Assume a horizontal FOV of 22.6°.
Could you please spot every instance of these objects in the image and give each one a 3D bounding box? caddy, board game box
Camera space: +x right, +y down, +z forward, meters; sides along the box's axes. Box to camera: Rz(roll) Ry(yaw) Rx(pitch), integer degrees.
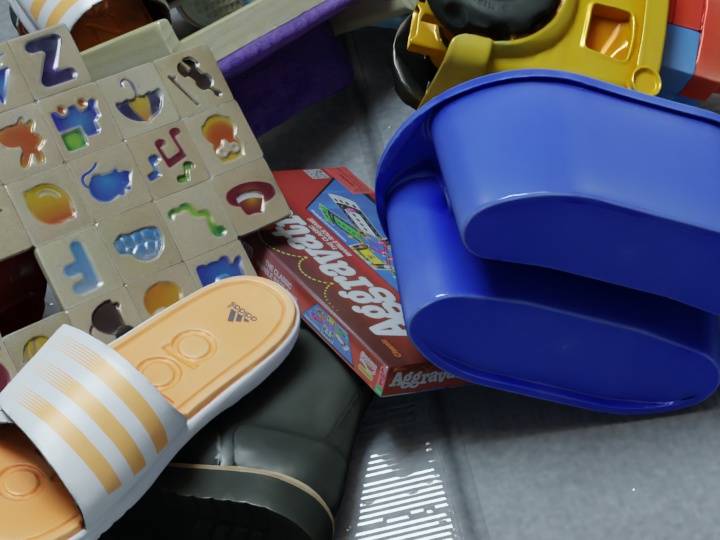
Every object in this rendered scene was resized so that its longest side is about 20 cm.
[{"bbox_3d":[0.104,-0.018,0.844,0.199,0.142,0.105,14,44,-17],"label":"caddy"},{"bbox_3d":[0.000,0.000,0.933,0.103,0.020,0.200,-7,33,-34],"label":"board game box"}]

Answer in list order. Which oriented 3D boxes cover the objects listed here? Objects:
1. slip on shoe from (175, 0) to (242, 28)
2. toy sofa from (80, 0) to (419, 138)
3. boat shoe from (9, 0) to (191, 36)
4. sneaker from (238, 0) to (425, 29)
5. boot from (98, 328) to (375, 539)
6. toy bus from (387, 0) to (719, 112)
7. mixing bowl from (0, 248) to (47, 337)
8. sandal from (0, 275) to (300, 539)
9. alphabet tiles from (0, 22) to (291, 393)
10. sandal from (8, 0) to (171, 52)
[{"bbox_3d":[-0.101,-0.233,1.233,0.061,0.074,0.200,-36,37,36],"label":"slip on shoe"},{"bbox_3d":[-0.055,-0.121,1.014,0.083,0.098,0.200,-12,18,45],"label":"toy sofa"},{"bbox_3d":[-0.155,-0.181,1.147,0.200,0.071,0.063,-18,69,38],"label":"boat shoe"},{"bbox_3d":[0.011,-0.184,1.110,0.199,0.074,0.082,-1,8,14],"label":"sneaker"},{"bbox_3d":[-0.093,0.072,0.878,0.199,0.078,0.138,15,42,11],"label":"boot"},{"bbox_3d":[0.123,-0.161,0.991,0.191,0.136,0.201,10,70,-5],"label":"toy bus"},{"bbox_3d":[-0.231,0.015,0.907,0.108,0.200,0.200,41,58,8],"label":"mixing bowl"},{"bbox_3d":[-0.106,0.047,0.800,0.079,0.059,0.207,29,50,24],"label":"sandal"},{"bbox_3d":[-0.136,-0.037,0.867,0.200,0.008,0.168,-24,84,-30],"label":"alphabet tiles"},{"bbox_3d":[-0.137,-0.139,1.039,0.079,0.059,0.207,-30,82,-29],"label":"sandal"}]
